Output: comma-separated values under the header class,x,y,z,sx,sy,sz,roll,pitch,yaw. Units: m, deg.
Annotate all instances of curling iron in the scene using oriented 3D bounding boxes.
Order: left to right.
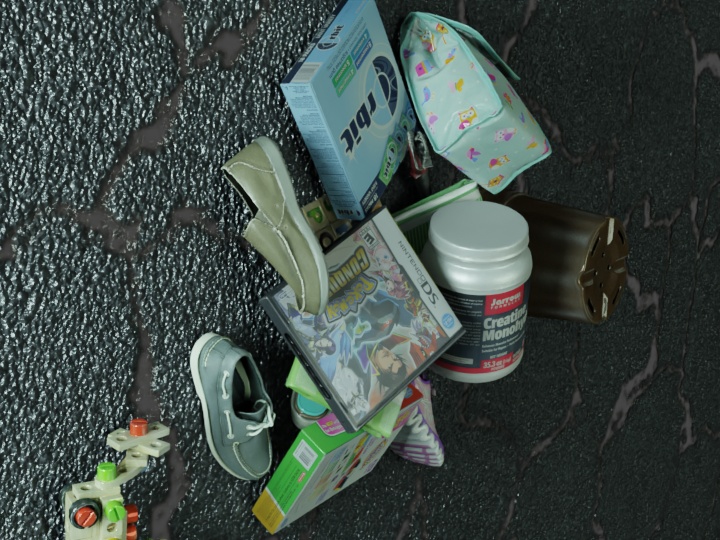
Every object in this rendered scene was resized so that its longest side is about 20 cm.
class,x,y,z,sx,sy,sz,roll,pitch,yaw
curling iron,0.076,-0.123,1.505,0.200,0.025,0.050,76,0,-73

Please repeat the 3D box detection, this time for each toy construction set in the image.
class,x,y,z,sx,sy,sz,roll,pitch,yaw
toy construction set,-0.229,0.250,1.172,0.130,0.092,0.202,-6,97,-29

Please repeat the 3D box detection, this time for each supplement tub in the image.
class,x,y,z,sx,sy,sz,roll,pitch,yaw
supplement tub,0.145,0.028,1.521,0.140,0.140,0.201,-37,138,-44

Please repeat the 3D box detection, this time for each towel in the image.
class,x,y,z,sx,sy,sz,roll,pitch,yaw
towel,0.002,0.075,1.382,0.149,0.031,0.201,31,64,-22
towel,0.110,-0.013,1.580,0.152,0.023,0.201,-26,127,-11

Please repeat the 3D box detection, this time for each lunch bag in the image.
class,x,y,z,sx,sy,sz,roll,pitch,yaw
lunch bag,0.134,-0.221,1.501,0.170,0.122,0.201,29,32,-55

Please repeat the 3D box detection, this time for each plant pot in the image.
class,x,y,z,sx,sy,sz,roll,pitch,yaw
plant pot,0.263,-0.016,1.706,0.200,0.197,0.202,-18,113,-51

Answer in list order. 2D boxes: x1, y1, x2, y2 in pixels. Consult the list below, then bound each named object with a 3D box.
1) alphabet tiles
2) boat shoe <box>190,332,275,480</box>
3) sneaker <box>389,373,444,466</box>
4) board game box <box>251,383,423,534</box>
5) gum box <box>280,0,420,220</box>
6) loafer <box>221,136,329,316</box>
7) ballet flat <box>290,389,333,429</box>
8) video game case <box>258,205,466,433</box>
class,x,y,z,sx,sy,sz,roll,pitch,yaw
alphabet tiles,0.000,0.000,1.433,0.167,0.008,0.201,-32,100,-46
boat shoe,-0.129,0.159,1.314,0.073,0.061,0.201,-45,133,-39
sneaker,0.070,0.185,1.597,0.089,0.080,0.201,-64,142,-33
board game box,-0.026,0.218,1.431,0.200,0.040,0.153,-22,150,-51
gum box,-0.006,-0.189,1.395,0.170,0.044,0.201,-60,142,-36
loafer,-0.092,-0.040,1.273,0.069,0.075,0.201,-22,86,-17
ballet flat,-0.042,0.098,1.429,0.064,0.067,0.201,104,3,-64
video game case,0.008,0.052,1.357,0.200,0.025,0.181,-39,100,-32
